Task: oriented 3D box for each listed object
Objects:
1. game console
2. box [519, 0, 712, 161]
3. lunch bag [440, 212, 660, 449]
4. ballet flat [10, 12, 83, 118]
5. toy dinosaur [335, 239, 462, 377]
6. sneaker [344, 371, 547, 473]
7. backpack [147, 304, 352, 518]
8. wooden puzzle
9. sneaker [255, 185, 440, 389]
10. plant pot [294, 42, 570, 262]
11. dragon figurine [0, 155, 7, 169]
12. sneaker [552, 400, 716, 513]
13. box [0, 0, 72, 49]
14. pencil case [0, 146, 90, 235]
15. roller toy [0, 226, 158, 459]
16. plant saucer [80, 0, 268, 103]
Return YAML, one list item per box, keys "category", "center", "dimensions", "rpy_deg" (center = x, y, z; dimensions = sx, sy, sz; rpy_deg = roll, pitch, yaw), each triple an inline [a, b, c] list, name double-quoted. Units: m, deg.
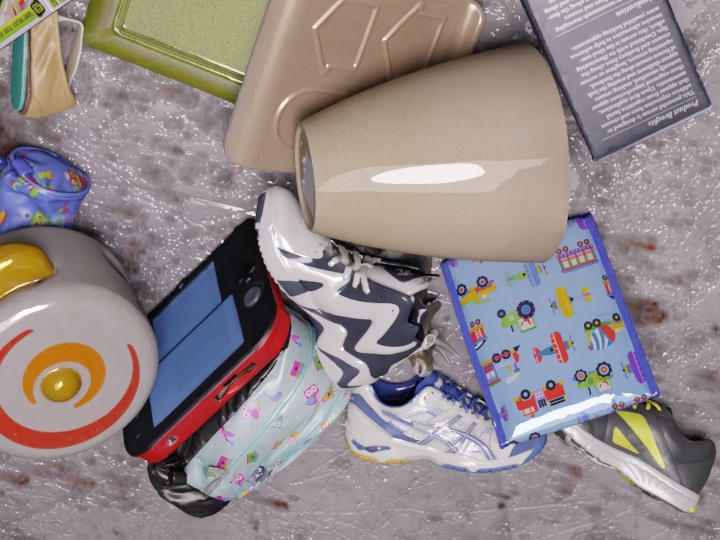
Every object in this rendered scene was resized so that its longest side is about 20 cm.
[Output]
- category: "game console"
  center: [-0.151, 0.064, 1.230]
  dimensions: [0.200, 0.177, 0.031]
  rpy_deg: [-42, 129, 16]
- category: "box"
  center: [0.196, -0.217, 1.122]
  dimensions: [0.107, 0.149, 0.201]
  rpy_deg: [-24, 109, 11]
- category: "lunch bag"
  center: [0.169, 0.046, 1.241]
  dimensions: [0.150, 0.094, 0.201]
  rpy_deg: [-19, 82, 6]
- category: "ballet flat"
  center: [-0.277, -0.234, 1.184]
  dimensions: [0.063, 0.069, 0.201]
  rpy_deg: [-7, 117, -26]
- category: "toy dinosaur"
  center: [0.028, 0.000, 1.263]
  dimensions: [0.102, 0.077, 0.201]
  rpy_deg: [-10, 106, -7]
- category: "sneaker"
  center: [0.084, 0.141, 1.305]
  dimensions: [0.199, 0.075, 0.089]
  rpy_deg: [1, 111, 0]
- category: "backpack"
  center: [-0.107, 0.121, 1.271]
  dimensions: [0.200, 0.167, 0.126]
  rpy_deg: [-44, 126, 14]
- category: "wooden puzzle"
  center: [-0.009, -0.171, 1.175]
  dimensions: [0.199, 0.046, 0.186]
  rpy_deg: [6, 119, -31]
- category: "sneaker"
  center: [0.000, 0.000, 1.181]
  dimensions: [0.129, 0.079, 0.200]
  rpy_deg: [-21, 99, 22]
- category: "plant pot"
  center: [0.050, -0.088, 1.130]
  dimensions: [0.199, 0.187, 0.188]
  rpy_deg: [-7, 112, -12]
- category: "dragon figurine"
  center: [-0.400, -0.139, 1.194]
  dimensions: [0.200, 0.059, 0.099]
  rpy_deg: [50, 130, -5]
- category: "sneaker"
  center: [0.258, 0.156, 1.318]
  dimensions: [0.200, 0.074, 0.085]
  rpy_deg: [34, 84, -6]
- category: "box"
  center: [-0.329, -0.236, 1.131]
  dimensions: [0.200, 0.035, 0.110]
  rpy_deg: [-18, 112, 46]
- category: "pencil case"
  center: [-0.328, -0.017, 1.249]
  dimensions: [0.078, 0.087, 0.200]
  rpy_deg: [42, 112, 31]
- category: "roller toy"
  center: [-0.276, 0.065, 1.188]
  dimensions: [0.182, 0.140, 0.201]
  rpy_deg: [11, 115, -33]
- category: "plant saucer"
  center: [-0.128, -0.250, 1.172]
  dimensions: [0.199, 0.048, 0.201]
  rpy_deg: [21, 110, -6]
